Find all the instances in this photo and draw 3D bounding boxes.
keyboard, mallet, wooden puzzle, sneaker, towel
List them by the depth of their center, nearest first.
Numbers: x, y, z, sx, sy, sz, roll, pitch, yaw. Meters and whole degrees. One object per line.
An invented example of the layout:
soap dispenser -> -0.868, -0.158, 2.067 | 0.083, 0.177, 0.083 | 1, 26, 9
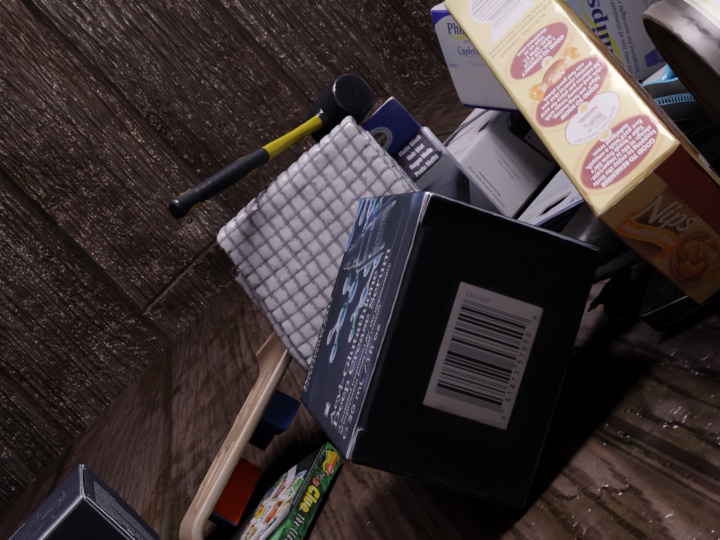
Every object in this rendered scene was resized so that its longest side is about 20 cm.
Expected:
keyboard -> 0.207, -0.026, 0.698 | 0.127, 0.021, 0.200 | -30, 16, 39
sneaker -> 0.174, -0.071, 0.714 | 0.200, 0.082, 0.073 | -46, 17, -18
mallet -> -0.075, -0.093, 0.909 | 0.199, 0.041, 0.066 | -36, -2, -24
towel -> 0.000, 0.000, 0.916 | 0.165, 0.200, 0.086 | -41, -7, 16
wooden puzzle -> -0.102, 0.159, 1.002 | 0.185, 0.046, 0.201 | 132, 161, -72

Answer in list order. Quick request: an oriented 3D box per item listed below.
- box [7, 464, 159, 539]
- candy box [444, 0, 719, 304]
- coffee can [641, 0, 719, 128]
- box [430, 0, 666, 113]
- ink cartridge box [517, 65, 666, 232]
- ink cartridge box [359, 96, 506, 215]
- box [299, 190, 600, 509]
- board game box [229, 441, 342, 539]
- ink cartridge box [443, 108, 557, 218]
box -> -0.295, 0.309, 1.077 | 0.200, 0.124, 0.196 | -47, 11, -11
candy box -> 0.132, -0.085, 0.620 | 0.055, 0.115, 0.201 | -42, 45, 18
coffee can -> 0.264, -0.143, 0.560 | 0.200, 0.146, 0.146 | -42, 9, 12
box -> 0.202, -0.232, 1.046 | 0.199, 0.106, 0.184 | -29, 23, -20
ink cartridge box -> 0.204, -0.088, 0.867 | 0.200, 0.043, 0.196 | -49, 4, -17
ink cartridge box -> 0.020, -0.026, 1.014 | 0.199, 0.200, 0.041 | -43, 45, 9
box -> 0.044, 0.039, 0.685 | 0.200, 0.106, 0.150 | -168, 95, -80
board game box -> -0.081, 0.220, 0.856 | 0.105, 0.023, 0.200 | -38, 11, 32
ink cartridge box -> 0.146, -0.125, 1.184 | 0.200, 0.084, 0.144 | -48, 11, -26
